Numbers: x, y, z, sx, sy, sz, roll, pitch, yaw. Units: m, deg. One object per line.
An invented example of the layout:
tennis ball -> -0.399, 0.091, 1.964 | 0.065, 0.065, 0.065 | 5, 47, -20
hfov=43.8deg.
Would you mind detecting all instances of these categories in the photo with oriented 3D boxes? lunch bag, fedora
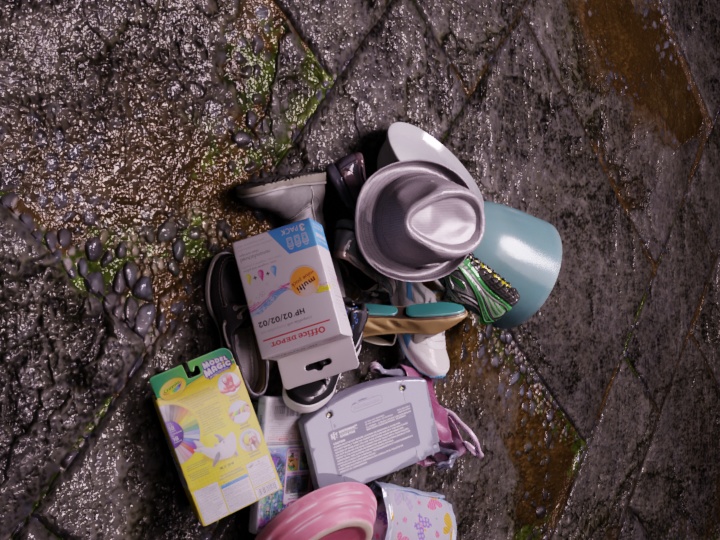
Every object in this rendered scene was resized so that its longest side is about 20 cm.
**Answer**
lunch bag -> 0.051, 0.434, 1.389 | 0.169, 0.127, 0.202 | 21, 84, -41
fedora -> 0.099, -0.069, 1.273 | 0.198, 0.090, 0.179 | 6, 92, -27

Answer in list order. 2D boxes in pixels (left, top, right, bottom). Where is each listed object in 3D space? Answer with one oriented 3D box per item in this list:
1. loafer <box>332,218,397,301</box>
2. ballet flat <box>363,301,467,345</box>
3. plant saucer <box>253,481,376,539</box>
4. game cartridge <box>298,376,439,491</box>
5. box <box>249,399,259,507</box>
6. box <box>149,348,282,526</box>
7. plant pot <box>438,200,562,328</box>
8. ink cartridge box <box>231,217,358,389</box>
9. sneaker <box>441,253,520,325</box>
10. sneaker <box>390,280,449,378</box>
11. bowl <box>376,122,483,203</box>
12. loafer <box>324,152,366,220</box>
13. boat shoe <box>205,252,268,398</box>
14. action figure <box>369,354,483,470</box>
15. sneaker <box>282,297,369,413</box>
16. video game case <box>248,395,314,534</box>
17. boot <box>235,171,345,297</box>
loafer -> 0.000, 0.000, 1.353 | 0.200, 0.071, 0.063 | 58, 46, -53
ballet flat -> 0.065, 0.083, 1.379 | 0.069, 0.198, 0.064 | -63, 153, -69
plant saucer -> -0.058, 0.379, 1.247 | 0.199, 0.051, 0.202 | -23, 140, -20
game cartridge -> 0.013, 0.228, 1.275 | 0.198, 0.041, 0.135 | -16, 95, -22
box -> -0.102, 0.286, 1.290 | 0.200, 0.040, 0.138 | 37, 64, -39
box -> -0.190, 0.210, 1.156 | 0.116, 0.048, 0.202 | -21, 98, -21
plant pot -> 0.212, -0.025, 1.512 | 0.160, 0.200, 0.202 | 26, 71, -26
ink cartridge box -> -0.084, 0.046, 1.183 | 0.068, 0.114, 0.202 | 30, 42, -77
sneaker -> 0.147, 0.009, 1.393 | 0.200, 0.085, 0.078 | 40, 14, 2
sneaker -> 0.103, 0.072, 1.431 | 0.076, 0.080, 0.202 | -1, 69, -49
bowl -> 0.095, -0.135, 1.432 | 0.200, 0.090, 0.202 | 32, 31, -22
loafer -> 0.014, -0.089, 1.371 | 0.063, 0.072, 0.201 | -32, 123, -4
boat shoe -> -0.163, 0.075, 1.214 | 0.073, 0.060, 0.202 | -6, 93, -43
action figure -> 0.098, 0.204, 1.413 | 0.135, 0.147, 0.201 | 73, 6, -47
sneaker -> -0.048, 0.103, 1.262 | 0.200, 0.072, 0.113 | -51, 158, -56
video game case -> -0.071, 0.272, 1.278 | 0.199, 0.024, 0.184 | 9, 83, -46
boot -> -0.096, -0.036, 1.287 | 0.181, 0.072, 0.202 | -13, 105, -46
